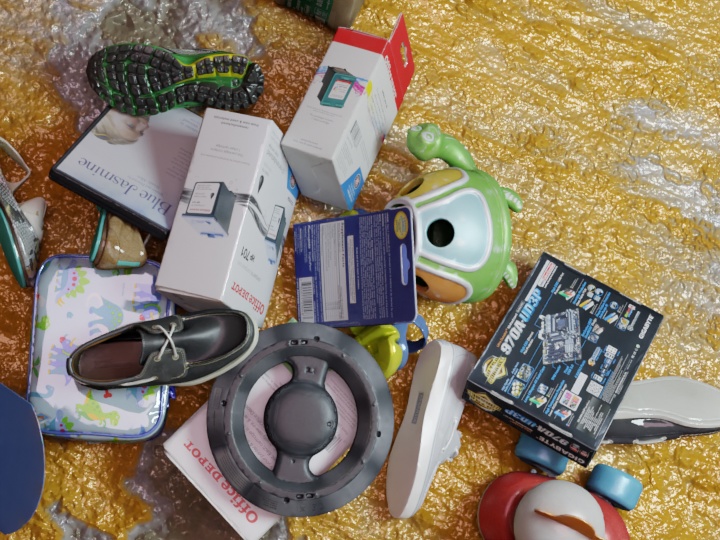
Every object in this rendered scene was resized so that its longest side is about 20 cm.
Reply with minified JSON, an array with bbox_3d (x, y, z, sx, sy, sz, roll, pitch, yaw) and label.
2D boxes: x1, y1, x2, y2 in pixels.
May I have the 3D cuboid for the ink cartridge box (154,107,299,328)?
[{"bbox_3d":[-0.138,-0.053,1.363,0.085,0.146,0.203,10,79,15],"label":"ink cartridge box"}]

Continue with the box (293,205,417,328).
[{"bbox_3d":[0.000,0.000,1.354,0.032,0.199,0.123,0,86,-40],"label":"box"}]

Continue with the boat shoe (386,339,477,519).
[{"bbox_3d":[0.082,0.181,1.397,0.068,0.072,0.203,16,82,-24],"label":"boat shoe"}]

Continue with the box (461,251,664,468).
[{"bbox_3d":[0.226,0.095,1.387,0.158,0.046,0.201,28,59,12],"label":"box"}]

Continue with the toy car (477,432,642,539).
[{"bbox_3d":[0.221,0.279,1.325,0.175,0.200,0.186,26,79,-1],"label":"toy car"}]

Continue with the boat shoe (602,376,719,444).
[{"bbox_3d":[0.330,0.167,1.427,0.197,0.061,0.074,1,39,-11],"label":"boat shoe"}]

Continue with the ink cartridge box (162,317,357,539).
[{"bbox_3d":[-0.098,0.176,1.367,0.200,0.084,0.146,-43,89,-10],"label":"ink cartridge box"}]

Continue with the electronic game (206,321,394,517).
[{"bbox_3d":[-0.062,0.155,1.309,0.197,0.042,0.203,1,83,-7],"label":"electronic game"}]

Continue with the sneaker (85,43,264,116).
[{"bbox_3d":[-0.212,-0.217,1.424,0.197,0.085,0.079,4,104,-14],"label":"sneaker"}]

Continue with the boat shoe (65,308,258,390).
[{"bbox_3d":[-0.202,0.082,1.282,0.197,0.068,0.073,-12,77,4],"label":"boat shoe"}]

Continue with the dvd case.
[{"bbox_3d":[-0.235,-0.126,1.379,0.141,0.018,0.201,28,41,-1],"label":"dvd case"}]

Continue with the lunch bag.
[{"bbox_3d":[-0.278,0.087,1.365,0.158,0.082,0.203,2,80,-5],"label":"lunch bag"}]

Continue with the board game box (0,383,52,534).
[{"bbox_3d":[-0.387,0.178,1.322,0.199,0.039,0.160,26,113,29],"label":"board game box"}]

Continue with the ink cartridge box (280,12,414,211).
[{"bbox_3d":[-0.009,-0.186,1.408,0.066,0.117,0.202,18,68,18],"label":"ink cartridge box"}]

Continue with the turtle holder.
[{"bbox_3d":[0.096,-0.057,1.377,0.130,0.141,0.188,1,110,-35],"label":"turtle holder"}]

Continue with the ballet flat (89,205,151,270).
[{"bbox_3d":[-0.256,-0.072,1.375,0.071,0.068,0.201,15,36,-21],"label":"ballet flat"}]

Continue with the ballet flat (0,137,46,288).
[{"bbox_3d":[-0.389,-0.081,1.391,0.071,0.072,0.202,-28,86,-10],"label":"ballet flat"}]

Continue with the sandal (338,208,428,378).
[{"bbox_3d":[0.020,0.025,1.419,0.086,0.079,0.203,-3,71,-42],"label":"sandal"}]

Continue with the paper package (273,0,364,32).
[{"bbox_3d":[-0.015,-0.394,1.412,0.102,0.200,0.192,27,78,-1],"label":"paper package"}]
